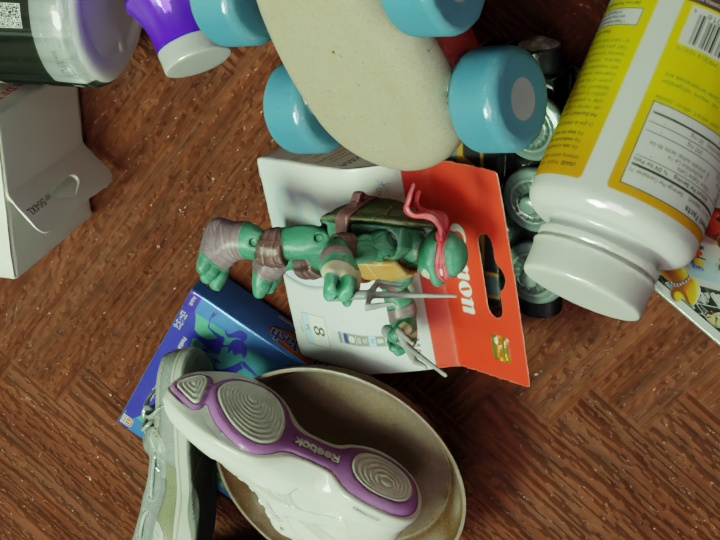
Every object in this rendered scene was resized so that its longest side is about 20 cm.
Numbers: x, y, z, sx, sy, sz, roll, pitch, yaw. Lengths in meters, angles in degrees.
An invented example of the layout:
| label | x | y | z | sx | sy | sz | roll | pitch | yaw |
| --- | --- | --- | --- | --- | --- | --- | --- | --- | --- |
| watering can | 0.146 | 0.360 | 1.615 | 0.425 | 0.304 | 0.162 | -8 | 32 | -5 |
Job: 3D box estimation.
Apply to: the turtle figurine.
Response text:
| label | x | y | z | sx | sy | sz | roll | pitch | yaw |
| --- | --- | --- | --- | --- | --- | --- | --- | --- | --- |
| turtle figurine | 0.000 | 0.000 | 0.997 | 0.199 | 0.101 | 0.150 | 7 | 159 | 31 |

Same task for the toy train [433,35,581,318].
| label | x | y | z | sx | sy | sz | roll | pitch | yaw |
| --- | --- | --- | --- | --- | --- | --- | --- | --- | --- |
| toy train | 0.099 | -0.064 | 1.033 | 0.113 | 0.085 | 0.202 | 12 | 121 | 28 |

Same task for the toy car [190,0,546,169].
| label | x | y | z | sx | sy | sz | roll | pitch | yaw |
| --- | --- | --- | --- | --- | --- | --- | --- | --- | --- |
| toy car | 0.035 | -0.186 | 0.939 | 0.183 | 0.201 | 0.177 | 4 | 141 | 40 |

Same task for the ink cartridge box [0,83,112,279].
| label | x | y | z | sx | sy | sz | roll | pitch | yaw |
| --- | --- | --- | --- | --- | --- | --- | --- | --- | --- |
| ink cartridge box | -0.297 | -0.082 | 1.130 | 0.198 | 0.129 | 0.126 | 6 | 116 | 15 |

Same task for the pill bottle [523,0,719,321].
| label | x | y | z | sx | sy | sz | roll | pitch | yaw |
| --- | --- | --- | --- | --- | --- | --- | --- | --- | --- |
| pill bottle | 0.173 | -0.076 | 0.928 | 0.109 | 0.109 | 0.201 | 24 | 83 | 7 |

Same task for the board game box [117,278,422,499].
| label | x | y | z | sx | sy | sz | roll | pitch | yaw |
| --- | --- | --- | --- | --- | --- | --- | --- | --- | --- |
| board game box | -0.074 | 0.114 | 1.194 | 0.199 | 0.045 | 0.153 | 33 | 121 | 1 |

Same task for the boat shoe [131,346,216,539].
| label | x | y | z | sx | sy | sz | roll | pitch | yaw |
| --- | --- | --- | --- | --- | --- | --- | --- | --- | --- |
| boat shoe | -0.147 | 0.146 | 1.169 | 0.064 | 0.075 | 0.203 | 10 | 126 | 10 |

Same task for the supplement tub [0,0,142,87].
| label | x | y | z | sx | sy | sz | roll | pitch | yaw |
| --- | --- | --- | --- | --- | --- | --- | --- | --- | --- |
| supplement tub | -0.263 | -0.193 | 1.067 | 0.198 | 0.123 | 0.124 | 5 | 116 | 16 |

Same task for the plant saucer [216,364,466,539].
| label | x | y | z | sx | sy | sz | roll | pitch | yaw |
| --- | --- | --- | --- | --- | --- | --- | --- | --- | --- |
| plant saucer | -0.012 | 0.146 | 1.132 | 0.199 | 0.035 | 0.202 | 12 | 126 | 17 |

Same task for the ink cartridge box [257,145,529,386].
| label | x | y | z | sx | sy | sz | roll | pitch | yaw |
| --- | --- | --- | --- | --- | --- | --- | --- | --- | --- |
| ink cartridge box | 0.021 | 0.000 | 1.058 | 0.199 | 0.047 | 0.161 | 14 | 123 | 46 |

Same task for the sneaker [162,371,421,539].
| label | x | y | z | sx | sy | sz | roll | pitch | yaw |
| --- | --- | --- | --- | --- | --- | --- | --- | --- | --- |
| sneaker | -0.060 | 0.148 | 1.085 | 0.199 | 0.075 | 0.100 | 31 | 128 | 1 |

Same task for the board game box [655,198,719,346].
| label | x | y | z | sx | sy | sz | roll | pitch | yaw |
| --- | --- | --- | --- | --- | --- | --- | --- | --- | --- |
| board game box | 0.267 | -0.001 | 0.964 | 0.200 | 0.035 | 0.126 | 42 | 96 | 19 |

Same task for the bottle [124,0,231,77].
| label | x | y | z | sx | sy | sz | roll | pitch | yaw |
| --- | --- | --- | --- | --- | --- | --- | --- | --- | --- |
| bottle | -0.139 | -0.227 | 0.995 | 0.065 | 0.083 | 0.201 | -29 | 80 | 51 |
